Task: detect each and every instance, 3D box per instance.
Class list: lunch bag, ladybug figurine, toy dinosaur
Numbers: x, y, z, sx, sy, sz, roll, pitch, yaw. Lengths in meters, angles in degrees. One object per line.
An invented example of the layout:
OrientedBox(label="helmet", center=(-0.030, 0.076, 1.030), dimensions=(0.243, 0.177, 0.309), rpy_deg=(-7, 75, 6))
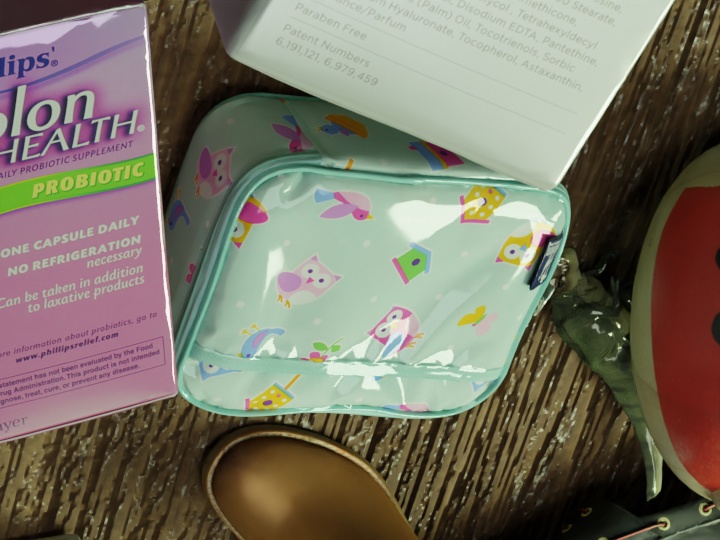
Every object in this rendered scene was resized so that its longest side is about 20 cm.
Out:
OrientedBox(label="lunch bag", center=(0.000, 0.000, 1.390), dimensions=(0.200, 0.077, 0.161), rpy_deg=(4, 122, -29))
OrientedBox(label="ladybug figurine", center=(0.207, 0.025, 1.449), dimensions=(0.135, 0.072, 0.200), rpy_deg=(12, 76, -21))
OrientedBox(label="toy dinosaur", center=(0.151, 0.034, 1.511), dimensions=(0.088, 0.047, 0.200), rpy_deg=(-31, 129, 2))

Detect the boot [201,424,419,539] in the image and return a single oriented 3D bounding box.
OrientedBox(label="boot", center=(0.007, 0.171, 1.454), dimensions=(0.077, 0.155, 0.200), rpy_deg=(-41, 113, 5))

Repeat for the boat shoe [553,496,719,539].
OrientedBox(label="boat shoe", center=(0.139, 0.160, 1.594), dimensions=(0.201, 0.063, 0.074), rpy_deg=(-11, 168, -3))

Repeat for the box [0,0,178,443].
OrientedBox(label="box", center=(-0.153, -0.062, 1.202), dimensions=(0.096, 0.176, 0.200), rpy_deg=(-15, 129, -15))

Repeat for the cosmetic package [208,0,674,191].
OrientedBox(label="cosmetic package", center=(0.045, -0.176, 1.202), dimensions=(0.166, 0.167, 0.200), rpy_deg=(22, 114, -23))

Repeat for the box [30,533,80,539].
OrientedBox(label="box", center=(-0.150, 0.222, 1.402), dimensions=(0.082, 0.200, 0.069), rpy_deg=(-10, 128, -19))
